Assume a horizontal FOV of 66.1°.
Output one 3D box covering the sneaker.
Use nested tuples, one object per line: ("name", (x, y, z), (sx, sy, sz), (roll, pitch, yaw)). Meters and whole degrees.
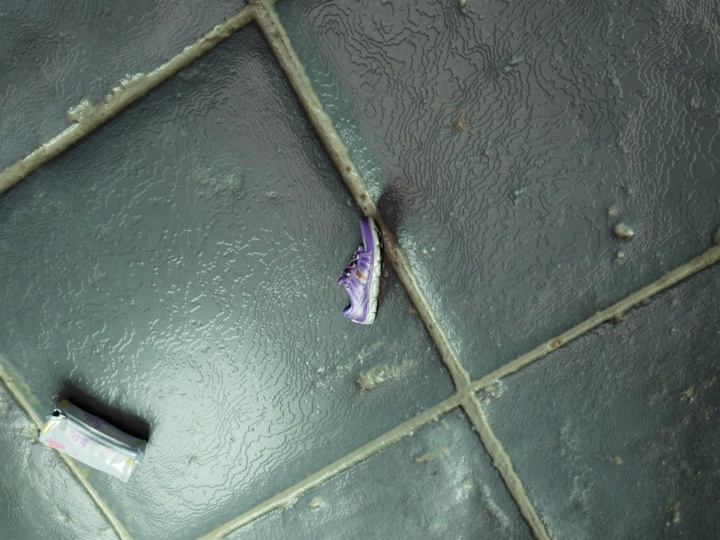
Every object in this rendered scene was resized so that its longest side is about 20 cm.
("sneaker", (0.000, 0.000, 1.010), (0.081, 0.081, 0.206), (7, 104, 4))

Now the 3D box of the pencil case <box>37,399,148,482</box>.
("pencil case", (-0.516, 0.331, 1.077), (0.197, 0.084, 0.091), (31, 123, -9))
